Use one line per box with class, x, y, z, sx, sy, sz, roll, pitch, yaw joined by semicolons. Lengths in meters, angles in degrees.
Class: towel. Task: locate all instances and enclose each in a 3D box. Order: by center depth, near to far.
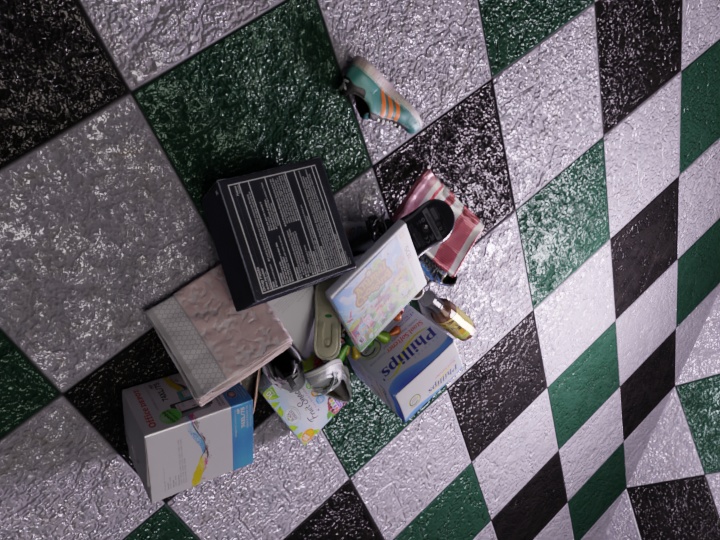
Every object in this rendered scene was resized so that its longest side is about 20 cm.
towel;-0.244;0.097;1.064;0.189;0.201;0.032;-32;160;-20
towel;0.170;-0.101;1.339;0.199;0.023;0.146;40;76;-21

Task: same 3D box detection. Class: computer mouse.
computer mouse;0.106;-0.078;1.270;0.197;0.053;0.141;-28;94;-22

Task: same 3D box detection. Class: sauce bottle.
sauce bottle;0.211;0.109;1.513;0.199;0.064;0.065;36;89;-42

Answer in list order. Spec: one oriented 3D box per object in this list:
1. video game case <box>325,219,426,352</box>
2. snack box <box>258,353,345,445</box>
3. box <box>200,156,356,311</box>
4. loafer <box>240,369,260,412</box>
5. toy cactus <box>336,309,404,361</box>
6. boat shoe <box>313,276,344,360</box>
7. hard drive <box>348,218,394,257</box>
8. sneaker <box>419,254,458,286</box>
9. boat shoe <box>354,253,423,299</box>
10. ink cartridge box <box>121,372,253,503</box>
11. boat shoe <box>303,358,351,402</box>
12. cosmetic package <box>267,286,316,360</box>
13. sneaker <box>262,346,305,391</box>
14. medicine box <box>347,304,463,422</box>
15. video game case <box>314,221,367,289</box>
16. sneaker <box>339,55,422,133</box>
video game case;0.036;0.033;1.175;0.200;0.022;0.184;-44;138;-16
snack box;-0.123;0.262;1.331;0.142;0.053;0.202;-41;131;-14
box;-0.141;-0.062;1.054;0.195;0.122;0.205;-18;88;-31
loafer;-0.218;0.190;1.212;0.070;0.063;0.206;-7;116;-34
toy cactus;0.014;0.102;1.293;0.197;0.103;0.167;-29;150;-15
boat shoe;-0.055;0.068;1.204;0.070;0.068;0.206;10;87;2
hard drive;0.000;0.000;1.286;0.197;0.033;0.142;-31;128;-23
sneaker;0.158;-0.025;1.384;0.198;0.089;0.080;33;91;-41
boat shoe;0.057;0.021;1.271;0.197;0.069;0.072;22;99;-43
ink cartridge box;-0.313;0.286;1.129;0.196;0.146;0.150;-13;121;-33
boat shoe;-0.057;0.222;1.231;0.073;0.066;0.202;-24;161;3
cosmetic package;-0.134;0.069;1.207;0.102;0.073;0.202;-44;134;-21
sneaker;-0.141;0.185;1.151;0.077;0.140;0.202;-38;127;-9
medicine box;0.093;0.192;1.365;0.181;0.199;0.104;-39;131;-15
video game case;-0.011;-0.031;1.297;0.196;0.018;0.147;-2;112;-37
sneaker;0.036;-0.308;1.165;0.198;0.071;0.081;34;94;-38
